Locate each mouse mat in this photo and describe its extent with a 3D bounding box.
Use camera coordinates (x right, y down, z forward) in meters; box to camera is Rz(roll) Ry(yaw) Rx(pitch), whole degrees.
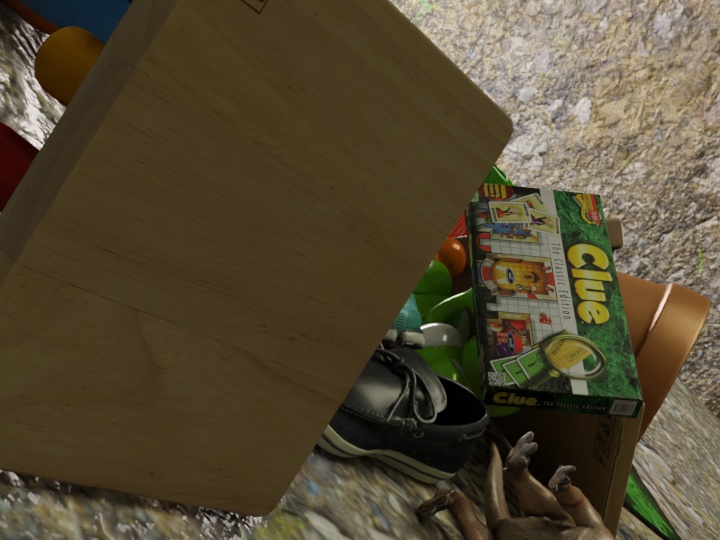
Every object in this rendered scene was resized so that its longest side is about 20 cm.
[{"bbox_3d":[0.276,0.213,1.317,0.161,0.008,0.200,40,14,-29],"label":"mouse mat"}]

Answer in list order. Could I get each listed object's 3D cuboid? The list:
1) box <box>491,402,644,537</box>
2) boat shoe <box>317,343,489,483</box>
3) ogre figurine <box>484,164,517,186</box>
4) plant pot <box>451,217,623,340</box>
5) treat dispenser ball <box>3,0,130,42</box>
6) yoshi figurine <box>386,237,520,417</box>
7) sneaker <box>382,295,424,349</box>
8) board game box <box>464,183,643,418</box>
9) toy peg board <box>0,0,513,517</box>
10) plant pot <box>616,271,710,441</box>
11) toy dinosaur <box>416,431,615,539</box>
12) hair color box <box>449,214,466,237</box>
[{"bbox_3d":[0.146,0.103,0.913,0.164,0.021,0.201,56,-19,37],"label":"box"},{"bbox_3d":[0.012,0.073,0.704,0.200,0.062,0.075,30,21,-50],"label":"boat shoe"},{"bbox_3d":[0.120,-0.102,1.556,0.098,0.120,0.200,55,15,21],"label":"ogre figurine"},{"bbox_3d":[0.137,0.013,1.079,0.201,0.199,0.094,4,78,-73],"label":"plant pot"},{"bbox_3d":[-0.165,-0.249,0.812,0.201,0.201,0.201,44,11,-11],"label":"treat dispenser ball"},{"bbox_3d":[0.075,0.054,0.893,0.113,0.112,0.200,48,13,-22],"label":"yoshi figurine"},{"bbox_3d":[0.000,0.000,0.823,0.077,0.080,0.200,9,17,-12],"label":"sneaker"},{"bbox_3d":[0.128,0.014,0.842,0.104,0.024,0.201,6,44,-7],"label":"board game box"},{"bbox_3d":[-0.067,-0.026,0.462,0.098,0.200,0.200,34,3,33],"label":"toy peg board"},{"bbox_3d":[0.233,0.080,1.198,0.139,0.201,0.200,31,9,9],"label":"plant pot"},{"bbox_3d":[0.113,0.175,0.685,0.136,0.086,0.200,53,-8,-23],"label":"toy dinosaur"},{"bbox_3d":[0.053,-0.101,1.253,0.111,0.064,0.200,36,-10,22],"label":"hair color box"}]
